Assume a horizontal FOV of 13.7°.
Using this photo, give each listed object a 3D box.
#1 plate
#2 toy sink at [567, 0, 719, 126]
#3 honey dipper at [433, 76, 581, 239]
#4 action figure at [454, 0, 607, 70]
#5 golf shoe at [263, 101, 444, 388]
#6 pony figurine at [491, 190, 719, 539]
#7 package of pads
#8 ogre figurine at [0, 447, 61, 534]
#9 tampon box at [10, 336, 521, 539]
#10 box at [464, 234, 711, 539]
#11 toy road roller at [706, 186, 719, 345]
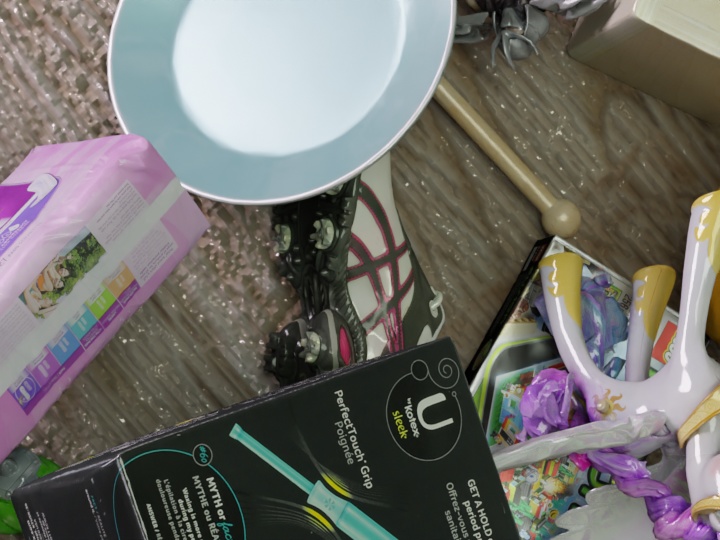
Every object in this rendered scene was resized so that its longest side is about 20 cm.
[{"bbox_3d":[-0.040,-0.124,1.615,0.199,0.026,0.201,-8,65,17],"label":"plate"},{"bbox_3d":[0.214,-0.196,1.664,0.111,0.130,0.201,24,80,-9],"label":"toy sink"},{"bbox_3d":[0.052,-0.092,1.666,0.038,0.038,0.200,-44,97,-12],"label":"honey dipper"},{"bbox_3d":[0.084,-0.204,1.654,0.129,0.069,0.201,-6,72,26],"label":"action figure"},{"bbox_3d":[0.000,0.000,1.638,0.088,0.077,0.202,6,87,-30],"label":"golf shoe"},{"bbox_3d":[0.142,0.080,1.573,0.166,0.192,0.201,36,43,-45],"label":"pony figurine"},{"bbox_3d":[-0.181,0.021,1.536,0.200,0.120,0.076,-51,117,-28],"label":"package of pads"},{"bbox_3d":[-0.141,0.143,1.560,0.098,0.120,0.201,-32,92,-13],"label":"ogre figurine"},{"bbox_3d":[-0.040,0.138,1.465,0.199,0.126,0.151,-18,89,-32],"label":"tampon box"},{"bbox_3d":[0.100,0.094,1.661,0.110,0.035,0.201,31,79,-9],"label":"box"},{"bbox_3d":[0.256,0.024,1.627,0.145,0.200,0.124,10,124,-1],"label":"toy road roller"}]
